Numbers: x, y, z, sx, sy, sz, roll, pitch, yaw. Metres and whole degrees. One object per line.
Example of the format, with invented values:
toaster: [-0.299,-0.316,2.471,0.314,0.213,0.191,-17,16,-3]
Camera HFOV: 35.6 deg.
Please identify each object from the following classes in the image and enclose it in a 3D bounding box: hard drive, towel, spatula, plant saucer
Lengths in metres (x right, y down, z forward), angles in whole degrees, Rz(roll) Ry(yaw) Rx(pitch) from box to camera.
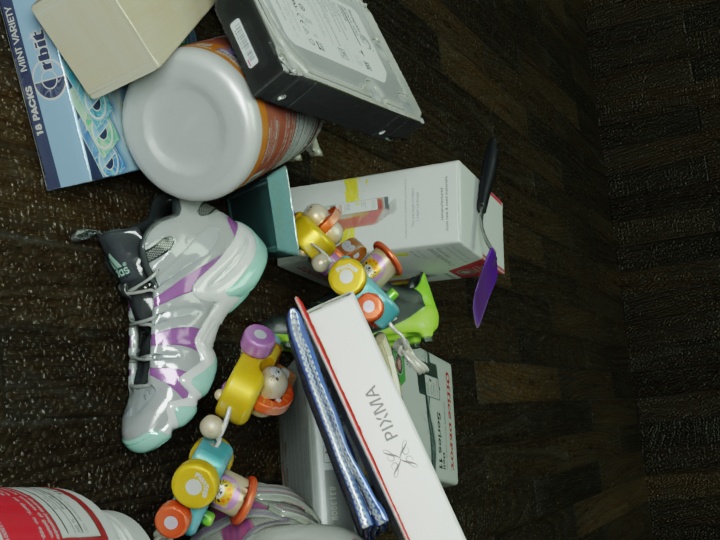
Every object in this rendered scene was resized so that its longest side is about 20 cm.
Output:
hard drive: [-0.036,-0.179,0.870,0.199,0.038,0.141,10,51,-57]
towel: [-0.014,0.113,0.767,0.200,0.024,0.146,90,-22,-74]
spatula: [0.121,-0.045,1.069,0.057,0.020,0.202,69,22,-58]
plant saucer: [-0.086,-0.043,0.951,0.200,0.019,0.071,176,-95,-73]

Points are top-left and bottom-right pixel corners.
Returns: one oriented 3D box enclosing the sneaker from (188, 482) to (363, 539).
sneaker: [-0.065,0.195,0.819,0.081,0.199,0.089,48,52,-27]

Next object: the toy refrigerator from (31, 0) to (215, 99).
toy refrigerator: [-0.156,-0.211,0.824,0.076,0.069,0.201,58,30,-25]

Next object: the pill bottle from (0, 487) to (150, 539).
pill bottle: [-0.203,0.178,0.623,0.200,0.111,0.113,23,60,-63]

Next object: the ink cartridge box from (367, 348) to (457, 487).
ink cartridge box: [0.033,0.157,1.216,0.200,0.082,0.148,31,53,-61]

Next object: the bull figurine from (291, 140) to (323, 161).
bull figurine: [-0.070,-0.174,1.123,0.200,0.065,0.123,-6,92,-63]

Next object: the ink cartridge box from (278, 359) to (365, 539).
ink cartridge box: [-0.037,0.161,0.964,0.200,0.047,0.162,125,-38,-72]

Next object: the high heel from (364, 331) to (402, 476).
high heel: [-0.013,0.150,1.057,0.143,0.071,0.202,-162,-96,-80]

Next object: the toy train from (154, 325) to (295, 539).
toy train: [-0.089,0.123,0.827,0.150,0.055,0.201,115,-1,-60]

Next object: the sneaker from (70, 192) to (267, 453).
sneaker: [-0.165,0.022,0.840,0.140,0.077,0.201,40,56,-29]

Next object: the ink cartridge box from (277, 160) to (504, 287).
ink cartridge box: [0.032,-0.039,1.143,0.145,0.198,0.084,26,60,-62]

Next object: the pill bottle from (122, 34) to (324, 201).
pill bottle: [-0.093,-0.131,0.886,0.200,0.111,0.113,-43,121,-64]

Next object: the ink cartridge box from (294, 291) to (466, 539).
ink cartridge box: [0.016,0.113,0.787,0.176,0.044,0.201,98,-32,-79]

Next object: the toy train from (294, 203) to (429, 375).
toy train: [0.000,0.000,0.964,0.150,0.056,0.200,45,-1,-39]

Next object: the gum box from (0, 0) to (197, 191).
gum box: [-0.189,-0.162,0.869,0.200,0.044,0.172,-29,109,-65]

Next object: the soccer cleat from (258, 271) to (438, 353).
soccer cleat: [-0.015,0.040,1.090,0.198,0.067,0.082,-3,75,-30]
